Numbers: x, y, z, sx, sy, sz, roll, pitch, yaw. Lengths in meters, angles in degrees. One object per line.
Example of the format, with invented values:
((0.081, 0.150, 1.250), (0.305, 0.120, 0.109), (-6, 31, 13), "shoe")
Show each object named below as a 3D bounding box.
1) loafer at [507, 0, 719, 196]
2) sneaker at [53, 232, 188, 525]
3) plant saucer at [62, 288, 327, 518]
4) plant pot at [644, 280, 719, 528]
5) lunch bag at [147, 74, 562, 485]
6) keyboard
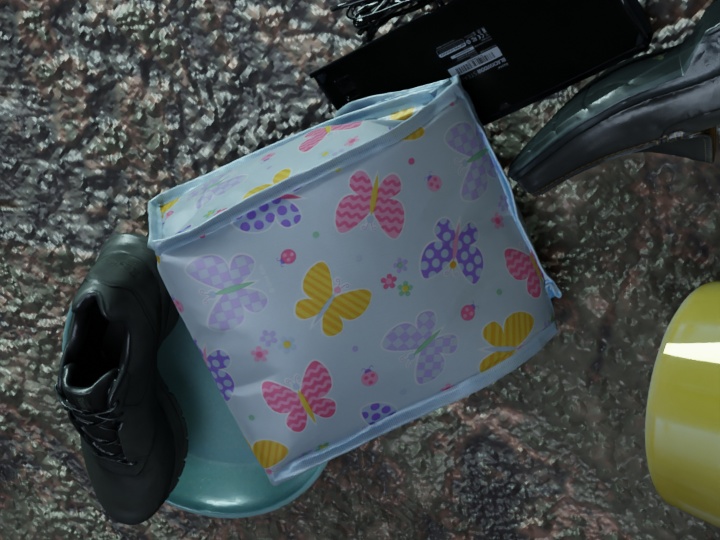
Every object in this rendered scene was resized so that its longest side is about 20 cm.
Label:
((0.172, -0.086, 0.888), (0.200, 0.073, 0.072), (-30, 103, 30), "loafer")
((-0.159, 0.080, 1.035), (0.076, 0.091, 0.200), (7, 115, 17), "sneaker")
((-0.101, 0.068, 1.079), (0.200, 0.036, 0.200), (8, 114, 18), "plant saucer")
((0.264, 0.081, 0.864), (0.189, 0.201, 0.201), (10, 116, 35), "plant pot")
((0.000, 0.000, 0.949), (0.200, 0.127, 0.170), (-26, 109, 3), "lunch bag")
((0.063, -0.138, 0.932), (0.200, 0.040, 0.104), (-22, 114, 34), "keyboard")
